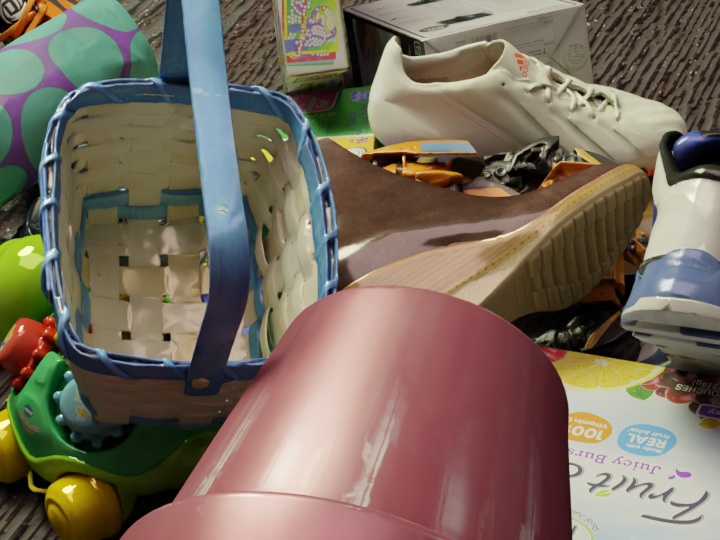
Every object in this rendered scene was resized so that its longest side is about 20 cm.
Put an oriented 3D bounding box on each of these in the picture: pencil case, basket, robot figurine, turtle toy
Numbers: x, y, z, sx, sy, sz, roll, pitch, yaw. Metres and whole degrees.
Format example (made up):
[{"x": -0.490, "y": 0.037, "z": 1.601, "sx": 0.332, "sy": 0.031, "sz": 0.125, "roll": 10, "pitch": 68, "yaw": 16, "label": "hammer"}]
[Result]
[{"x": -0.206, "y": -0.089, "z": 1.125, "sx": 0.085, "sy": 0.093, "sz": 0.200, "roll": 30, "pitch": 43, "yaw": 17, "label": "pencil case"}, {"x": -0.078, "y": -0.028, "z": 0.854, "sx": 0.137, "sy": 0.201, "sz": 0.178, "roll": -2, "pitch": 63, "yaw": -8, "label": "basket"}, {"x": 0.065, "y": -0.014, "z": 1.041, "sx": 0.198, "sy": 0.058, "sz": 0.146, "roll": -2, "pitch": 64, "yaw": 5, "label": "robot figurine"}, {"x": -0.138, "y": 0.050, "z": 0.990, "sx": 0.145, "sy": 0.102, "sz": 0.199, "roll": -27, "pitch": 38, "yaw": -30, "label": "turtle toy"}]

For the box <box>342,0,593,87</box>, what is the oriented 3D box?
[{"x": 0.070, "y": -0.151, "z": 1.264, "sx": 0.115, "sy": 0.061, "sz": 0.200, "roll": -14, "pitch": 17, "yaw": -13, "label": "box"}]

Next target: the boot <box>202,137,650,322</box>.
[{"x": 0.036, "y": -0.033, "z": 0.983, "sx": 0.199, "sy": 0.073, "sz": 0.166, "roll": -33, "pitch": 52, "yaw": -25, "label": "boot"}]

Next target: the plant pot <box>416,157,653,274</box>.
[{"x": 0.130, "y": -0.057, "z": 1.154, "sx": 0.198, "sy": 0.028, "sz": 0.201, "roll": 5, "pitch": 29, "yaw": -3, "label": "plant pot"}]

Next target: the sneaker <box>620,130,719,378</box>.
[{"x": 0.182, "y": -0.005, "z": 0.930, "sx": 0.080, "sy": 0.199, "sz": 0.116, "roll": 12, "pitch": 77, "yaw": 15, "label": "sneaker"}]

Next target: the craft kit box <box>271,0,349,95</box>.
[{"x": -0.043, "y": -0.220, "z": 1.241, "sx": 0.048, "sy": 0.202, "sz": 0.198, "roll": -8, "pitch": 0, "yaw": -5, "label": "craft kit box"}]

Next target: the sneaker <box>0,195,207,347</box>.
[{"x": -0.186, "y": -0.007, "z": 1.093, "sx": 0.198, "sy": 0.082, "sz": 0.074, "roll": -19, "pitch": 32, "yaw": 1, "label": "sneaker"}]

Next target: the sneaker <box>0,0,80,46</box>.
[{"x": -0.227, "y": -0.142, "z": 1.278, "sx": 0.077, "sy": 0.112, "sz": 0.200, "roll": -39, "pitch": 9, "yaw": 24, "label": "sneaker"}]

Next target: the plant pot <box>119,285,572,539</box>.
[{"x": 0.005, "y": 0.114, "z": 0.738, "sx": 0.198, "sy": 0.201, "sz": 0.180, "roll": 5, "pitch": 50, "yaw": 16, "label": "plant pot"}]

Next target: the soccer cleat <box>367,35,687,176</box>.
[{"x": 0.104, "y": -0.099, "z": 1.115, "sx": 0.198, "sy": 0.078, "sz": 0.069, "roll": 2, "pitch": 28, "yaw": -7, "label": "soccer cleat"}]

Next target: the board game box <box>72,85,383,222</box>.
[{"x": -0.085, "y": -0.067, "z": 1.191, "sx": 0.198, "sy": 0.041, "sz": 0.153, "roll": -6, "pitch": 22, "yaw": 4, "label": "board game box"}]

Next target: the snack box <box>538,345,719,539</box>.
[{"x": 0.107, "y": 0.113, "z": 0.885, "sx": 0.198, "sy": 0.068, "sz": 0.169, "roll": 9, "pitch": 34, "yaw": 24, "label": "snack box"}]

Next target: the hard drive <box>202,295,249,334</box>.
[{"x": 0.000, "y": 0.000, "z": 1.118, "sx": 0.198, "sy": 0.026, "sz": 0.132, "roll": -16, "pitch": 34, "yaw": -15, "label": "hard drive"}]
